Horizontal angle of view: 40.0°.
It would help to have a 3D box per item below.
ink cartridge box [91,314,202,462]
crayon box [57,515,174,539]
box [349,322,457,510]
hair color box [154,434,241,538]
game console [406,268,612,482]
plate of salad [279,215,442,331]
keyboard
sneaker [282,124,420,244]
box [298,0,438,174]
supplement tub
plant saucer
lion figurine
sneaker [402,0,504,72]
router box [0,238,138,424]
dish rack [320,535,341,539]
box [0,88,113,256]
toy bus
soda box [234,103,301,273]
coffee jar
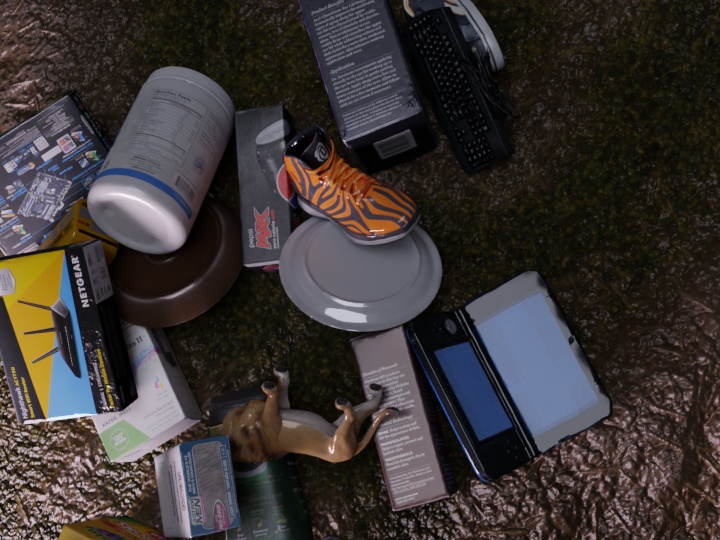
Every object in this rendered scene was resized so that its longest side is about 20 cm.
[{"bbox_3d":[-0.298,0.126,1.261,0.116,0.067,0.202,-30,76,6],"label":"ink cartridge box"},{"bbox_3d":[-0.272,0.339,1.152,0.125,0.200,0.052,23,85,14],"label":"crayon box"},{"bbox_3d":[0.051,0.172,1.162,0.073,0.100,0.204,-15,77,9],"label":"box"},{"bbox_3d":[-0.192,0.254,1.150,0.059,0.200,0.102,-6,78,-20],"label":"hair color box"},{"bbox_3d":[0.173,0.114,1.142,0.118,0.169,0.203,-36,73,31],"label":"game console"},{"bbox_3d":[0.000,0.000,1.191,0.195,0.049,0.203,2,48,-2],"label":"plate of salad"},{"bbox_3d":[0.120,-0.221,1.197,0.103,0.039,0.203,-23,96,37],"label":"keyboard"},{"bbox_3d":[-0.024,-0.103,1.158,0.198,0.113,0.078,19,62,38],"label":"sneaker"},{"bbox_3d":[0.011,-0.244,1.216,0.103,0.148,0.204,-20,76,8],"label":"box"},{"bbox_3d":[-0.244,-0.136,1.227,0.129,0.133,0.203,9,56,13],"label":"supplement tub"},{"bbox_3d":[-0.244,-0.024,1.253,0.196,0.035,0.203,-8,55,11],"label":"plant saucer"},{"bbox_3d":[-0.060,0.179,1.111,0.196,0.073,0.125,14,117,6],"label":"lion figurine"},{"bbox_3d":[0.104,-0.316,1.245,0.079,0.079,0.202,-31,68,2],"label":"sneaker"},{"bbox_3d":[-0.363,0.075,1.191,0.146,0.051,0.204,-9,100,15],"label":"router box"},{"bbox_3d":[-0.028,0.437,1.161,0.153,0.055,0.200,-44,77,4],"label":"dish rack"},{"bbox_3d":[-0.412,-0.116,1.296,0.198,0.046,0.160,-31,111,6],"label":"box"},{"bbox_3d":[-0.386,0.002,1.269,0.199,0.064,0.079,-41,43,32],"label":"toy bus"},{"bbox_3d":[-0.115,-0.103,1.263,0.069,0.063,0.205,-7,80,11],"label":"soda box"},{"bbox_3d":[-0.122,0.243,1.195,0.102,0.085,0.204,-12,79,10],"label":"coffee jar"}]
